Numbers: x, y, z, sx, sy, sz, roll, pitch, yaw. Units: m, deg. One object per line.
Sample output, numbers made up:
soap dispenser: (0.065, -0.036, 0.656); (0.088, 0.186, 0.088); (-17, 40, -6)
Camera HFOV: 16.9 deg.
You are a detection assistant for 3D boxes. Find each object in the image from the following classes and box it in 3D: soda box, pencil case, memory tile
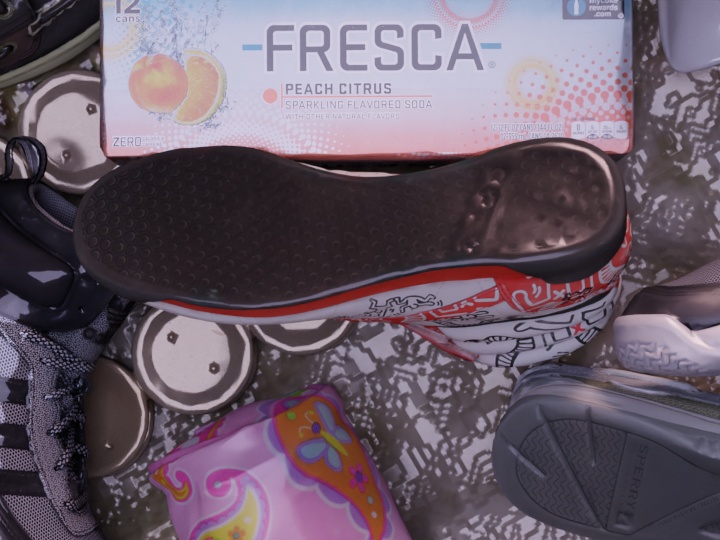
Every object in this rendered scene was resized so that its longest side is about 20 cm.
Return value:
soda box: (0.002, -0.074, 0.921); (0.200, 0.064, 0.068); (0, 89, 0)
pencil case: (-0.007, 0.145, 0.934); (0.087, 0.087, 0.200); (-26, 90, 7)
memory tile: (-0.110, 0.001, 0.972); (0.200, 0.017, 0.153); (-29, 89, 6)

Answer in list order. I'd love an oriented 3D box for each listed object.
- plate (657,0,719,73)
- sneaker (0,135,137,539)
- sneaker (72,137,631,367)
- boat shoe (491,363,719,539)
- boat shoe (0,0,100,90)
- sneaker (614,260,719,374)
plate: (0.189, -0.174, 0.856); (0.200, 0.200, 0.032); (-19, 50, -2)
sneaker: (-0.117, 0.047, 0.927); (0.114, 0.075, 0.200); (-31, 86, 9)
sneaker: (0.001, 0.001, 0.907); (0.201, 0.108, 0.067); (-4, 67, 5)
boat shoe: (0.151, 0.082, 0.922); (0.202, 0.065, 0.074); (14, 115, 6)
boat shoe: (-0.163, -0.102, 0.947); (0.201, 0.066, 0.072); (-28, 83, 7)
sneaker: (0.181, -0.030, 0.896); (0.200, 0.075, 0.114); (-14, 87, -7)
